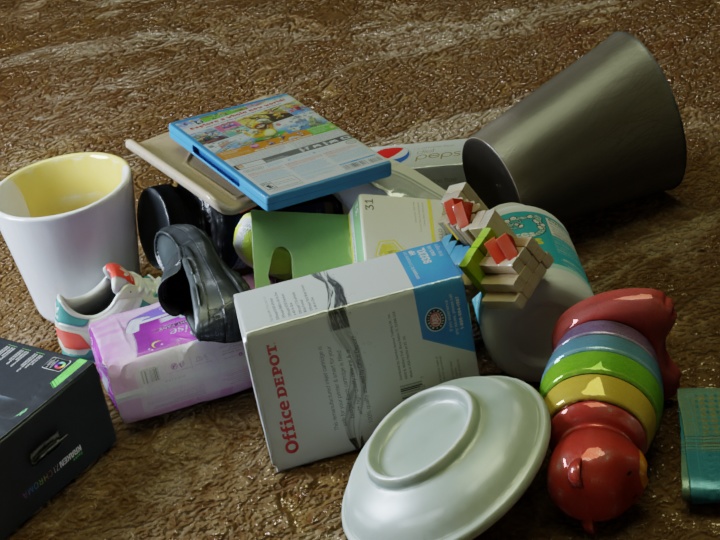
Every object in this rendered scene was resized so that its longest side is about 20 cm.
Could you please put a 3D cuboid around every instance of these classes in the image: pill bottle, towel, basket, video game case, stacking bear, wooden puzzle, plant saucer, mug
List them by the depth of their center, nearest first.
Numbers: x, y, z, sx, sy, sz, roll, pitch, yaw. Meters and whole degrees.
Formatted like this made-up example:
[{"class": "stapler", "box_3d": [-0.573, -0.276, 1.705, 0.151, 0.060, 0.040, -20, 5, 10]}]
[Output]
[{"class": "towel", "box_3d": [0.362, 0.144, 1.454, 0.198, 0.022, 0.147, -1, 31, 10]}, {"class": "plant saucer", "box_3d": [0.060, 0.149, 1.455, 0.199, 0.050, 0.201, -27, 29, 17]}, {"class": "stacking bear", "box_3d": [0.202, 0.124, 1.468, 0.112, 0.122, 0.201, 0, 38, 15]}, {"class": "pill bottle", "box_3d": [0.157, 0.011, 1.675, 0.110, 0.112, 0.200, -11, 28, 0]}, {"class": "video game case", "box_3d": [-0.082, -0.120, 1.748, 0.142, 0.018, 0.200, -18, 34, -28]}, {"class": "wooden puzzle", "box_3d": [-0.111, -0.114, 1.795, 0.199, 0.038, 0.185, -19, 35, -32]}, {"class": "basket", "box_3d": [0.217, -0.125, 1.838, 0.199, 0.182, 0.136, -27, 23, -18]}, {"class": "pill bottle", "box_3d": [-0.127, -0.058, 1.851, 0.198, 0.113, 0.112, -9, 25, -30]}, {"class": "mug", "box_3d": [-0.286, -0.031, 1.861, 0.148, 0.154, 0.186, 10, 35, 34]}]

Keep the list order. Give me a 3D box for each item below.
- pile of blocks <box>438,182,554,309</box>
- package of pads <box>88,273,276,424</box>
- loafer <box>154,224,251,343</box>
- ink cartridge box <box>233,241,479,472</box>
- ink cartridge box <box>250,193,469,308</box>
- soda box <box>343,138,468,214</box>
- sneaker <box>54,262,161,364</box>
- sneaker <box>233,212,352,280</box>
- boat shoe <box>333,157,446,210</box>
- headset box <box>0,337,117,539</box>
[{"class": "pile of blocks", "box_3d": [0.099, -0.026, 1.609, 0.082, 0.062, 0.200, -43, 26, -1]}, {"class": "package of pads", "box_3d": [-0.156, 0.073, 1.709, 0.198, 0.076, 0.121, -17, 25, -11]}, {"class": "loafer", "box_3d": [-0.161, 0.010, 1.672, 0.070, 0.069, 0.201, -11, 29, -22]}, {"class": "ink cartridge box", "box_3d": [-0.002, 0.075, 1.578, 0.198, 0.146, 0.084, -14, 28, -6]}, {"class": "ink cartridge box", "box_3d": [0.000, 0.000, 1.682, 0.198, 0.048, 0.147, 4, 62, -18]}, {"class": "soda box", "box_3d": [0.067, -0.098, 1.942, 0.198, 0.069, 0.064, -5, 29, 11]}, {"class": "sneaker", "box_3d": [-0.215, 0.032, 1.784, 0.198, 0.094, 0.070, -19, 30, -14]}, {"class": "sneaker", "box_3d": [-0.032, -0.016, 1.775, 0.199, 0.076, 0.105, 25, 11, -10]}, {"class": "boat shoe", "box_3d": [0.050, -0.051, 1.813, 0.199, 0.072, 0.069, 30, 43, -2]}, {"class": "headset box", "box_3d": [-0.348, 0.150, 1.622, 0.199, 0.094, 0.174, 12, 37, 35]}]
